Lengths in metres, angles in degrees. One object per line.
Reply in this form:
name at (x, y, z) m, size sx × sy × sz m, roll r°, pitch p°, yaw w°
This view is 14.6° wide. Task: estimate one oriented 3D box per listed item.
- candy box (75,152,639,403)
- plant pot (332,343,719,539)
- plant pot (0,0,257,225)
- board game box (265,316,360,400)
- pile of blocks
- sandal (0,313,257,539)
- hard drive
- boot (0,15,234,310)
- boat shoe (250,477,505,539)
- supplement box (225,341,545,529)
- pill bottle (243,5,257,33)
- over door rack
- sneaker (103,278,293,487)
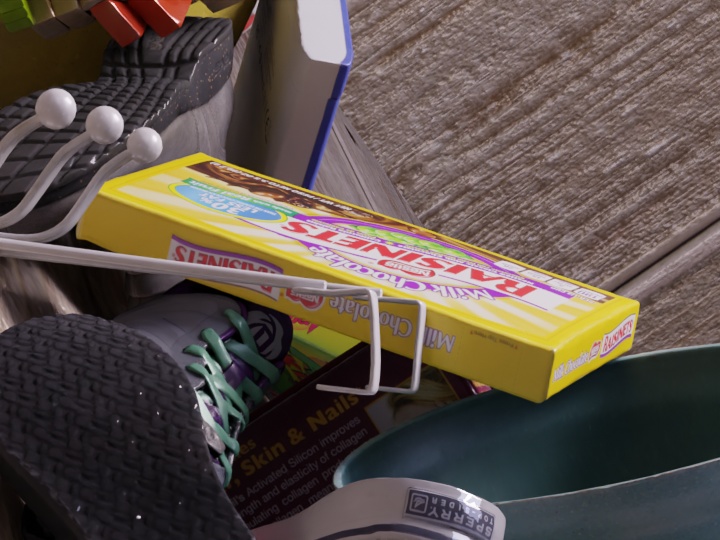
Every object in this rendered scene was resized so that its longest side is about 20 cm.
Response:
candy box at (0.000, 0.000, 1.082) m, size 0.199 × 0.027 × 0.102 m, roll 19°, pitch 19°, yaw 20°
plant pot at (0.101, 0.116, 1.004) m, size 0.200 × 0.199 × 0.135 m, roll -91°, pitch 168°, yaw -81°
plant pot at (-0.126, -0.142, 1.305) m, size 0.201 × 0.142 × 0.200 m, roll 56°, pitch 5°, yaw -8°
board game box at (-0.004, 0.046, 1.413) m, size 0.200 × 0.048 × 0.102 m, roll 23°, pitch -26°, yaw 54°
pile of blocks at (-0.112, -0.127, 1.172) m, size 0.063 × 0.199 × 0.082 m, roll 70°, pitch -25°, yaw 14°
sandal at (-0.072, 0.083, 0.883) m, size 0.200 × 0.075 × 0.045 m, roll 55°, pitch -36°, yaw 44°
hard drive at (-0.044, -0.055, 1.323) m, size 0.132 × 0.025 × 0.201 m, roll -98°, pitch -159°, yaw -51°
boot at (-0.095, -0.018, 1.181) m, size 0.200 × 0.069 × 0.133 m, roll -42°, pitch 133°, yaw -56°
boat shoe at (-0.013, 0.125, 0.909) m, size 0.070 × 0.070 × 0.200 m, roll 20°, pitch -24°, yaw -19°
supplement box at (0.029, 0.132, 1.144) m, size 0.201 × 0.130 × 0.103 m, roll 58°, pitch 5°, yaw 5°
pill bottle at (-0.114, -0.192, 1.497) m, size 0.114 × 0.114 × 0.200 m, roll 57°, pitch 5°, yaw 13°
over door rack at (-0.071, -0.016, 0.961) m, size 0.199 × 0.067 × 0.148 m, roll 19°, pitch 1°, yaw 8°
sneaker at (-0.065, 0.043, 1.030) m, size 0.075 × 0.087 × 0.200 m, roll 54°, pitch 5°, yaw -19°
